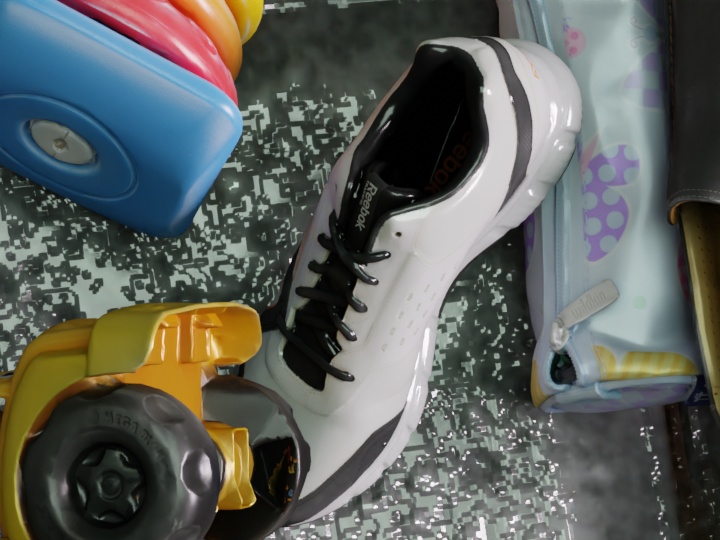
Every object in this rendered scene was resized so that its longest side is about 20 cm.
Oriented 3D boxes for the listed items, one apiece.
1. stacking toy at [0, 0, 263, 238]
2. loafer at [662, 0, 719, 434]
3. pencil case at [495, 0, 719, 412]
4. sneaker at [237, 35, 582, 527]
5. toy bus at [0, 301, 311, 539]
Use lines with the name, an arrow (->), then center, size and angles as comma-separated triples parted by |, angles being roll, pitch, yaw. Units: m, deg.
stacking toy -> -0.069, -0.125, 0.859 | 0.109, 0.116, 0.201 | 27, 64, -6
loafer -> 0.139, -0.032, 0.815 | 0.072, 0.073, 0.201 | -14, 87, -40
pencil case -> 0.095, -0.044, 0.883 | 0.090, 0.083, 0.201 | 1, 78, -30
sneaker -> 0.000, 0.000, 0.827 | 0.074, 0.080, 0.201 | 32, 97, 23
toy bus -> -0.120, 0.110, 0.775 | 0.191, 0.136, 0.202 | 1, 89, 17
